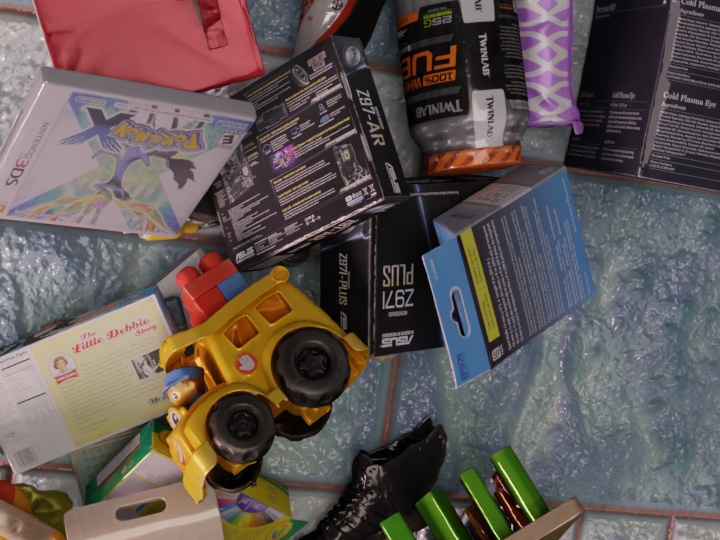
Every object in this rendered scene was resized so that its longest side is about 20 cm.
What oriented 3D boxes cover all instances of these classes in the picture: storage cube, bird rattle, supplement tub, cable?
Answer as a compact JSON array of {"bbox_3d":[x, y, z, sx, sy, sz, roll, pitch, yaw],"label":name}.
[{"bbox_3d":[-0.197,-0.239,1.251,0.178,0.200,0.172,-16,102,-5],"label":"storage cube"},{"bbox_3d":[-0.353,0.218,1.296,0.200,0.163,0.113,46,67,-24],"label":"bird rattle"},{"bbox_3d":[0.101,-0.199,1.351,0.122,0.122,0.202,-7,88,-13],"label":"supplement tub"},{"bbox_3d":[-0.143,-0.061,1.376,0.199,0.050,0.098,16,66,-29],"label":"cable"}]

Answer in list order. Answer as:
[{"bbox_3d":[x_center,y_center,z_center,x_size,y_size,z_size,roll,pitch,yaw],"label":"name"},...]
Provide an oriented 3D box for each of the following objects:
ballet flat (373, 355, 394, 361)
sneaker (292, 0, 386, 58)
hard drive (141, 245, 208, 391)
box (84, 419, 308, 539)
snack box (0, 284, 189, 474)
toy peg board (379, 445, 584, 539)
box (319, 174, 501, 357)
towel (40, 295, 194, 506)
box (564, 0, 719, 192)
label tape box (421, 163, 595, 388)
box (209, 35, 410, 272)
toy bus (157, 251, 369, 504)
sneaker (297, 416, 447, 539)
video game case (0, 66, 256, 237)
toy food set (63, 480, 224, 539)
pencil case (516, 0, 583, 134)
[{"bbox_3d":[0.000,0.000,1.401,0.066,0.057,0.202,-17,101,-10],"label":"ballet flat"},{"bbox_3d":[-0.032,-0.279,1.354,0.067,0.108,0.202,-5,137,-47],"label":"sneaker"},{"bbox_3d":[-0.153,0.094,1.391,0.132,0.026,0.200,-40,105,-6],"label":"hard drive"},{"bbox_3d":[-0.159,0.235,1.359,0.199,0.049,0.117,34,116,-28],"label":"box"},{"bbox_3d":[-0.265,0.106,1.321,0.199,0.037,0.117,-22,105,1],"label":"snack box"},{"bbox_3d":[0.111,0.274,1.419,0.199,0.199,0.098,-29,73,-9],"label":"toy peg board"},{"bbox_3d":[0.061,-0.009,1.364,0.199,0.086,0.165,-4,99,-37],"label":"box"},{"bbox_3d":[-0.226,0.134,1.362,0.145,0.022,0.202,-12,104,-2],"label":"towel"},{"bbox_3d":[0.302,-0.181,1.379,0.103,0.200,0.184,8,96,-13],"label":"box"},{"bbox_3d":[0.130,0.002,1.324,0.199,0.066,0.144,-30,115,-30],"label":"label tape box"},{"bbox_3d":[-0.062,-0.106,1.288,0.043,0.199,0.161,-6,75,-52],"label":"box"},{"bbox_3d":[-0.121,0.086,1.267,0.200,0.136,0.192,-38,80,-24],"label":"toy bus"},{"bbox_3d":[0.004,0.235,1.435,0.198,0.060,0.105,-17,103,-17],"label":"sneaker"},{"bbox_3d":[-0.218,-0.098,1.209,0.199,0.182,0.022,5,52,-34],"label":"video game case"},{"bbox_3d":[-0.203,0.290,1.338,0.142,0.061,0.201,-13,133,-11],"label":"toy food set"},{"bbox_3d":[0.188,-0.242,1.400,0.085,0.084,0.202,4,101,23],"label":"pencil case"}]
